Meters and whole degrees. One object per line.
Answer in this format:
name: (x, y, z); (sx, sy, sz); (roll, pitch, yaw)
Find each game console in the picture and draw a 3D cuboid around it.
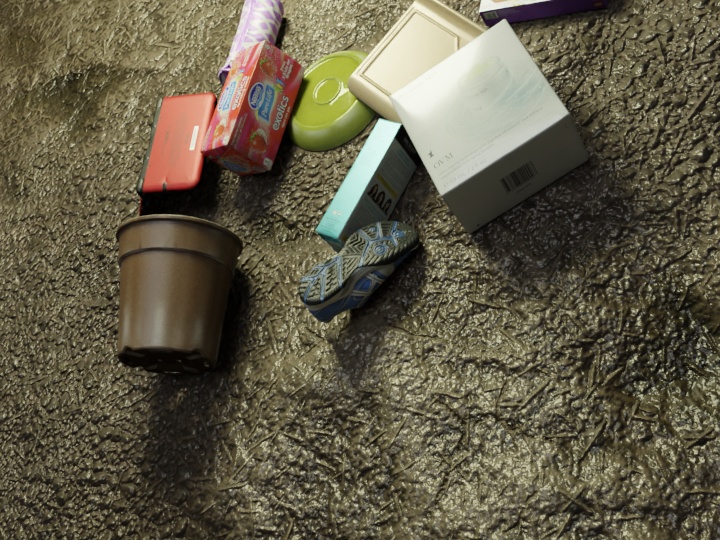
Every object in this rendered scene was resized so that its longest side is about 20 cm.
game console: (-0.326, -0.196, 1.618); (0.170, 0.119, 0.203); (-3, 62, 16)

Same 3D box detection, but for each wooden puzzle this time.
wooden puzzle: (0.100, -0.321, 1.444); (0.185, 0.037, 0.201); (40, 92, 28)

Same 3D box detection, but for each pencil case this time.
pencil case: (-0.202, -0.418, 1.666); (0.083, 0.085, 0.203); (-2, 62, 32)

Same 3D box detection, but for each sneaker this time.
sneaker: (0.000, 0.000, 1.314); (0.199, 0.077, 0.076); (-32, 52, -12)

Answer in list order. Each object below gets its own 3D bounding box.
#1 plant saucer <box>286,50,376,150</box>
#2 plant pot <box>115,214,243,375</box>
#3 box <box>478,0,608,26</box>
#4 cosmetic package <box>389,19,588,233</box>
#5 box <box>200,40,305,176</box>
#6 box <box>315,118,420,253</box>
plant saucer: (-0.051, -0.296, 1.539); (0.197, 0.031, 0.203); (-15, 58, 24)
plant pot: (-0.287, 0.046, 1.395); (0.198, 0.200, 0.201); (-8, 66, 27)
box: (0.291, -0.459, 1.415); (0.197, 0.039, 0.139); (0, 65, 32)
cosmetic package: (0.176, -0.202, 1.275); (0.198, 0.123, 0.202); (-32, 55, 11)
box: (-0.182, -0.272, 1.541); (0.099, 0.095, 0.203); (-3, 65, 52)
box: (0.016, -0.119, 1.363); (0.049, 0.082, 0.202); (20, 75, 38)
